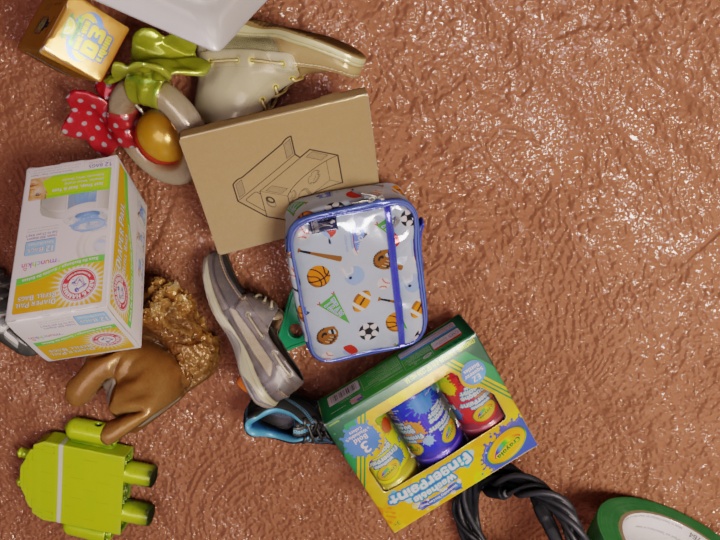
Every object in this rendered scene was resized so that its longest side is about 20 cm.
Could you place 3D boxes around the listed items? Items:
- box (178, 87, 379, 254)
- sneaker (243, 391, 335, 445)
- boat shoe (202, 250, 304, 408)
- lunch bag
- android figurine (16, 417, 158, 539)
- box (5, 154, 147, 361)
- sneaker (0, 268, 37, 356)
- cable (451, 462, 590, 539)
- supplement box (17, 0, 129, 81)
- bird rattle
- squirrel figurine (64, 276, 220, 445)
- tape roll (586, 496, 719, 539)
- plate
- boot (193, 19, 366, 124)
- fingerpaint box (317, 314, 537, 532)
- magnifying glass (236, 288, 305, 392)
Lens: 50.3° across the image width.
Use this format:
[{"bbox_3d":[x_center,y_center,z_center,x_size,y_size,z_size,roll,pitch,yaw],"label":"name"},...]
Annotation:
[{"bbox_3d":[-0.079,-0.104,0.839,0.199,0.021,0.164,-15,133,-5],"label":"box"},{"bbox_3d":[-0.048,0.193,0.949,0.199,0.082,0.074,3,103,7],"label":"sneaker"},{"bbox_3d":[-0.126,0.063,0.926,0.073,0.074,0.201,-25,87,3],"label":"boat shoe"},{"bbox_3d":[0.000,0.000,0.866,0.159,0.076,0.201,-10,118,-5],"label":"lunch bag"},{"bbox_3d":[-0.378,0.289,1.049,0.199,0.041,0.183,8,107,6],"label":"android figurine"},{"bbox_3d":[-0.310,-0.014,0.858,0.112,0.102,0.201,-8,59,2],"label":"box"},{"bbox_3d":[-0.497,0.054,0.994,0.115,0.075,0.200,-43,85,22],"label":"sneaker"},{"bbox_3d":[0.178,0.305,0.906,0.200,0.051,0.164,21,122,49],"label":"cable"},{"bbox_3d":[-0.307,-0.243,0.806,0.069,0.200,0.067,28,90,-31],"label":"supplement box"},{"bbox_3d":[-0.240,-0.162,0.844,0.200,0.113,0.163,-32,100,40],"label":"bird rattle"},{"bbox_3d":[-0.282,0.086,0.948,0.200,0.142,0.187,-36,87,2],"label":"squirrel figurine"},{"bbox_3d":[0.353,0.338,0.863,0.199,0.200,0.048,20,109,3],"label":"tape roll"},{"bbox_3d":[-0.190,-0.315,0.777,0.199,0.200,0.032,23,136,2],"label":"plate"},{"bbox_3d":[-0.099,-0.192,0.853,0.199,0.073,0.156,14,106,12],"label":"boot"},{"bbox_3d":[0.078,0.178,0.894,0.199,0.073,0.167,-30,107,0],"label":"fingerpaint box"},{"bbox_3d":[-0.085,0.079,0.958,0.080,0.022,0.200,42,105,-4],"label":"magnifying glass"}]
